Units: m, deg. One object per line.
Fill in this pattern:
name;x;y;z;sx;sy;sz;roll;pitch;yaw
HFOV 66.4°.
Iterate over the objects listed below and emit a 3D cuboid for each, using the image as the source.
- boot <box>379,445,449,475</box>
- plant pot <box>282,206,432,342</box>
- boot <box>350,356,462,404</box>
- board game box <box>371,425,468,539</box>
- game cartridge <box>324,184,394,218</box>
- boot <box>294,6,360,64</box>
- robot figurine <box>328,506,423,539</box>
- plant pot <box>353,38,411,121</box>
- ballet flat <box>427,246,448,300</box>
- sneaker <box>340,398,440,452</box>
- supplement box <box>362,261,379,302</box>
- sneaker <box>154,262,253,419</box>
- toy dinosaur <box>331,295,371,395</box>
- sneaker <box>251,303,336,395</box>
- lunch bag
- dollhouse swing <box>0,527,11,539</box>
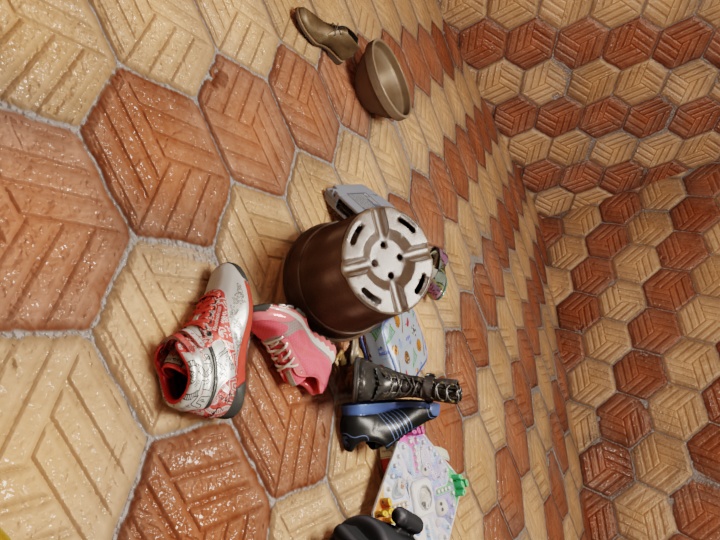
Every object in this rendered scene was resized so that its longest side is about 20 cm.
boot;0.110;0.410;1.040;0.198;0.071;0.148;19;58;-48
plant pot;0.000;0.000;0.847;0.195;0.197;0.207;5;78;-24
boot;0.081;0.186;0.897;0.200;0.169;0.071;23;72;-71
board game box;0.115;0.403;0.977;0.201;0.026;0.202;52;42;-20
game cartridge;0.033;-0.102;1.090;0.200;0.042;0.132;44;28;26
boot;-0.071;-0.539;1.234;0.198;0.074;0.076;12;65;-58
robot figurine;0.025;0.435;0.805;0.200;0.148;0.127;43;27;-43
plant pot;0.046;-0.465;1.388;0.200;0.091;0.206;38;43;-46
ballet flat;0.189;0.001;1.431;0.071;0.069;0.201;43;32;-14
sneaker;0.053;0.267;0.956;0.195;0.070;0.080;3;82;-25
supplement box;0.032;0.015;1.083;0.103;0.101;0.200;64;27;-11
sneaker;-0.191;0.073;0.674;0.107;0.066;0.207;30;52;-55
toy dinosaur;-0.014;0.147;0.967;0.106;0.059;0.206;-38;129;-65
sneaker;-0.100;0.119;0.809;0.200;0.072;0.089;44;40;-43
lunch bag;0.068;0.158;1.099;0.199;0.074;0.164;-31;105;-63
dollhouse swing;-0.331;0.274;0.336;0.180;0.179;0.199;33;24;16
